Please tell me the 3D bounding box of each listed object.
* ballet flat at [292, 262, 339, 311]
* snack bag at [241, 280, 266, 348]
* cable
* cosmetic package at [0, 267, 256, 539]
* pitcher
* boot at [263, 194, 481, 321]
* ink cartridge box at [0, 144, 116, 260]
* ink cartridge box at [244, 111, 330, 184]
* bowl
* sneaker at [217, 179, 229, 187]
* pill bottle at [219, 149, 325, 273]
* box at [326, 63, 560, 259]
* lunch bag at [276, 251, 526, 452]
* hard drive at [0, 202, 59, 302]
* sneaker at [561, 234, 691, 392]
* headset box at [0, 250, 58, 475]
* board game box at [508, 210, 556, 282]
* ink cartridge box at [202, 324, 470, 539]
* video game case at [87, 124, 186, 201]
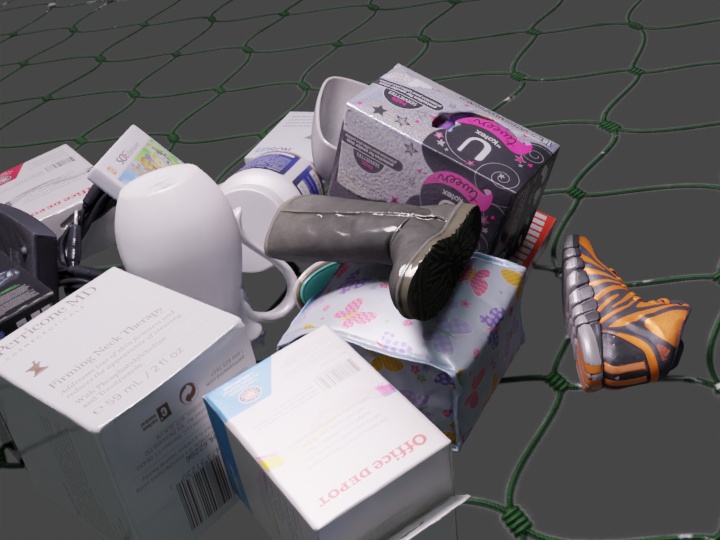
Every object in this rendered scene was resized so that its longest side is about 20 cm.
[{"bbox_3d":[0.000,0.000,1.160,0.198,0.070,0.069,-23,33,-28],"label":"ballet flat"},{"bbox_3d":[-0.215,0.063,1.174,0.197,0.022,0.189,-19,33,-8],"label":"snack bag"},{"bbox_3d":[-0.311,-0.034,1.251,0.163,0.051,0.200,-44,44,-6],"label":"cable"},{"bbox_3d":[-0.206,0.128,0.934,0.198,0.168,0.167,17,43,40],"label":"cosmetic package"},{"bbox_3d":[-0.153,-0.011,1.054,0.170,0.203,0.121,-31,27,-29],"label":"pitcher"},{"bbox_3d":[-0.004,-0.021,0.955,0.197,0.074,0.182,10,27,22],"label":"boot"},{"bbox_3d":[-0.421,-0.084,1.414,0.144,0.084,0.199,-28,36,-23],"label":"ink cartridge box"},{"bbox_3d":[-0.037,-0.192,1.483,0.197,0.041,0.201,5,37,26],"label":"ink cartridge box"},{"bbox_3d":[0.026,-0.154,1.316,0.197,0.075,0.201,19,36,-10],"label":"bowl"},{"bbox_3d":[-0.216,-0.087,1.356,0.199,0.072,0.073,-35,38,-31],"label":"sneaker"},{"bbox_3d":[-0.110,-0.069,1.203,0.114,0.118,0.200,-7,14,9],"label":"pill bottle"},{"bbox_3d":[0.081,-0.100,1.056,0.198,0.133,0.115,29,44,16],"label":"box"},{"bbox_3d":[0.041,0.059,0.993,0.197,0.129,0.170,16,44,23],"label":"lunch bag"},{"bbox_3d":[-0.433,-0.014,1.272,0.042,0.137,0.199,-14,25,-42],"label":"hard drive"},{"bbox_3d":[0.258,0.039,1.004,0.110,0.078,0.202,-5,44,4],"label":"sneaker"},{"bbox_3d":[-0.364,0.081,1.053,0.092,0.176,0.199,-31,37,-28],"label":"headset box"},{"bbox_3d":[0.098,-0.041,1.133,0.198,0.047,0.152,25,43,13],"label":"board game box"},{"bbox_3d":[-0.016,0.167,0.828,0.127,0.127,0.200,-28,44,-22],"label":"ink cartridge box"},{"bbox_3d":[-0.220,-0.086,1.242,0.022,0.199,0.183,-48,14,19],"label":"video game case"}]
